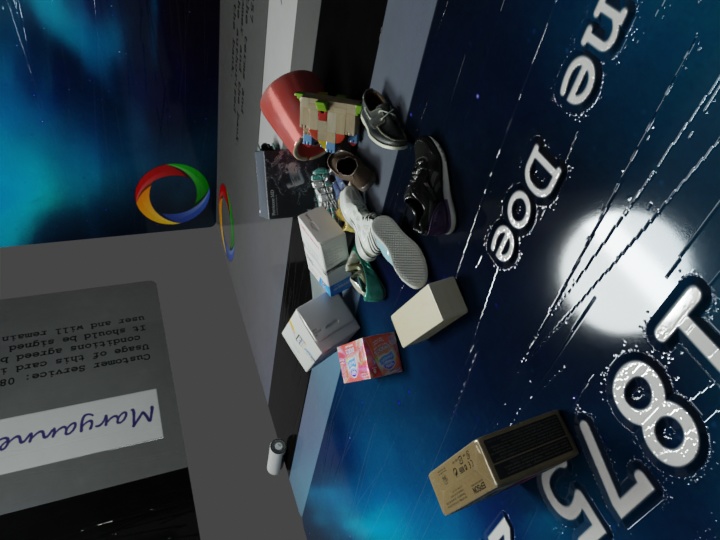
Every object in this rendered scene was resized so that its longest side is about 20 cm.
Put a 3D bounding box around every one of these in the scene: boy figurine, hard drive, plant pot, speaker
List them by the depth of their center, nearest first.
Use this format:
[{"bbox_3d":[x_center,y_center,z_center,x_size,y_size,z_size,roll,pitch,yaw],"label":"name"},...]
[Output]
[{"bbox_3d":[-0.041,-0.179,1.522,0.125,0.063,0.203,-51,48,48],"label":"boy figurine"},{"bbox_3d":[-0.159,-0.423,1.594,0.180,0.197,0.201,62,151,19],"label":"plant pot"},{"bbox_3d":[-0.111,0.055,1.801,0.199,0.032,0.143,-177,80,-68],"label":"hard drive"},{"bbox_3d":[-0.396,0.880,2.680,0.202,0.080,0.082,105,149,-41],"label":"speaker"}]

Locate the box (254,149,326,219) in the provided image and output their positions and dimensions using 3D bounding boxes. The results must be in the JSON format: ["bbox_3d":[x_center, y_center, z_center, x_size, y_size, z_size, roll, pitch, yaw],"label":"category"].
[{"bbox_3d":[-0.208,-0.265,1.722,0.117,0.196,0.201,-158,63,-64],"label":"box"}]

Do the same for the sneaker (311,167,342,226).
[{"bbox_3d":[-0.093,-0.199,1.654,0.091,0.076,0.205,-88,-8,-77],"label":"sneaker"}]

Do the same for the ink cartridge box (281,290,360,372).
[{"bbox_3d":[-0.118,0.174,1.662,0.146,0.146,0.200,55,150,10],"label":"ink cartridge box"}]

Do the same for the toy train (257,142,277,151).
[{"bbox_3d":[-0.334,-0.397,2.151,0.115,0.084,0.201,89,158,-46],"label":"toy train"}]

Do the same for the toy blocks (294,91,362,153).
[{"bbox_3d":[-0.077,-0.366,1.444,0.100,0.196,0.139,-56,-25,-57],"label":"toy blocks"}]

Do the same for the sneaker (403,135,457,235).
[{"bbox_3d":[0.123,-0.167,1.097,0.076,0.086,0.204,141,119,-64],"label":"sneaker"}]

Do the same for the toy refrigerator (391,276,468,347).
[{"bbox_3d":[0.139,0.089,1.167,0.077,0.069,0.200,68,155,15],"label":"toy refrigerator"}]

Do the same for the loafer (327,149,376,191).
[{"bbox_3d":[-0.032,-0.268,1.437,0.074,0.071,0.199,-54,40,1],"label":"loafer"}]

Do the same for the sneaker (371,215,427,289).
[{"bbox_3d":[0.094,-0.033,1.260,0.202,0.073,0.082,62,180,32],"label":"sneaker"}]

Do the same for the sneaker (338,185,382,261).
[{"bbox_3d":[0.019,-0.137,1.402,0.115,0.074,0.204,-39,68,54],"label":"sneaker"}]

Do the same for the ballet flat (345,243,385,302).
[{"bbox_3d":[0.000,0.000,1.467,0.068,0.069,0.202,106,148,-44],"label":"ballet flat"}]

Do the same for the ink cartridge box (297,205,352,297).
[{"bbox_3d":[-0.095,-0.053,1.580,0.146,0.083,0.202,50,157,40],"label":"ink cartridge box"}]

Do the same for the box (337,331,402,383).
[{"bbox_3d":[0.020,0.227,1.458,0.200,0.093,0.105,148,112,-65],"label":"box"}]

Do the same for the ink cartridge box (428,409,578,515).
[{"bbox_3d":[0.221,0.309,0.907,0.201,0.162,0.076,115,139,-53],"label":"ink cartridge box"}]

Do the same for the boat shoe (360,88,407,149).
[{"bbox_3d":[0.049,-0.330,1.247,0.202,0.070,0.069,-117,25,-43],"label":"boat shoe"}]
